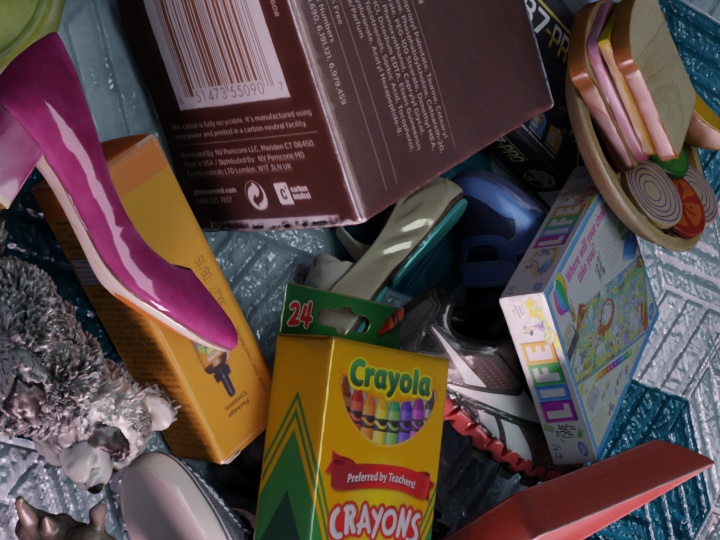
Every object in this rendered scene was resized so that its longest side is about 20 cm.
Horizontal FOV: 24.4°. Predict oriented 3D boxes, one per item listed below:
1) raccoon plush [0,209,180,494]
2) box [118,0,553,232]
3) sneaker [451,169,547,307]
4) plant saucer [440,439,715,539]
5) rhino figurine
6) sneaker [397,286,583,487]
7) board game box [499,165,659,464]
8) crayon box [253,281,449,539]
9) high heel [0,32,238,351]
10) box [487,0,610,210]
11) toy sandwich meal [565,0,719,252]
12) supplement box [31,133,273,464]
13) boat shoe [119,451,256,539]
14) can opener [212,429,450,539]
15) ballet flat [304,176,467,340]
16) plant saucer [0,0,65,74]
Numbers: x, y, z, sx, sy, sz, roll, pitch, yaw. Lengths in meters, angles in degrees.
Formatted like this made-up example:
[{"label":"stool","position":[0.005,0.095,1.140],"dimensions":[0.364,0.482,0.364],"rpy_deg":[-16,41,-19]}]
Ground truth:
[{"label":"raccoon plush","position":[-0.173,0.028,0.974],"dimensions":[0.133,0.096,0.202],"rpy_deg":[9,81,-49]},{"label":"box","position":[-0.013,-0.140,1.069],"dimensions":[0.199,0.165,0.166],"rpy_deg":[-32,110,-38]},{"label":"sneaker","position":[0.110,0.022,1.236],"dimensions":[0.082,0.074,0.201],"rpy_deg":[-36,110,-35]},{"label":"plant saucer","position":[0.119,0.181,1.166],"dimensions":[0.199,0.199,0.037],"rpy_deg":[-12,69,-43]},{"label":"rhino figurine","position":[-0.137,0.196,0.991],"dimensions":[0.200,0.087,0.060],"rpy_deg":[52,56,-27]},{"label":"sneaker","position":[0.095,0.080,1.181],"dimensions":[0.200,0.071,0.098],"rpy_deg":[34,102,-22]},{"label":"board game box","position":[0.162,0.026,1.202],"dimensions":[0.200,0.034,0.136],"rpy_deg":[-53,129,-53]},{"label":"crayon box","position":[-0.005,0.115,1.053],"dimensions":[0.126,0.050,0.202],"rpy_deg":[12,81,-50]},{"label":"high heel","position":[-0.130,-0.040,0.946],"dimensions":[0.199,0.067,0.096],"rpy_deg":[38,79,-16]},{"label":"box","position":[0.142,-0.156,1.284],"dimensions":[0.200,0.049,0.162],"rpy_deg":[40,59,-38]},{"label":"toy sandwich meal","position":[0.223,-0.114,1.249],"dimensions":[0.205,0.070,0.207],"rpy_deg":[32,46,-40]},{"label":"supplement box","position":[-0.122,0.020,1.032],"dimensions":[0.066,0.068,0.201],"rpy_deg":[-38,110,-35]},{"label":"boat shoe","position":[-0.077,0.177,1.066],"dimensions":[0.093,0.074,0.201],"rpy_deg":[-48,125,-40]},{"label":"can opener","position":[-0.017,0.145,1.140],"dimensions":[0.199,0.053,0.067],"rpy_deg":[32,35,-36]},{"label":"ballet flat","position":[0.000,0.000,1.151],"dimensions":[0.200,0.069,0.070],"rpy_deg":[-51,119,-34]},{"label":"plant saucer","position":[-0.247,-0.186,0.956],"dimensions":[0.199,0.031,0.202],"rpy_deg":[4,85,-42]}]
